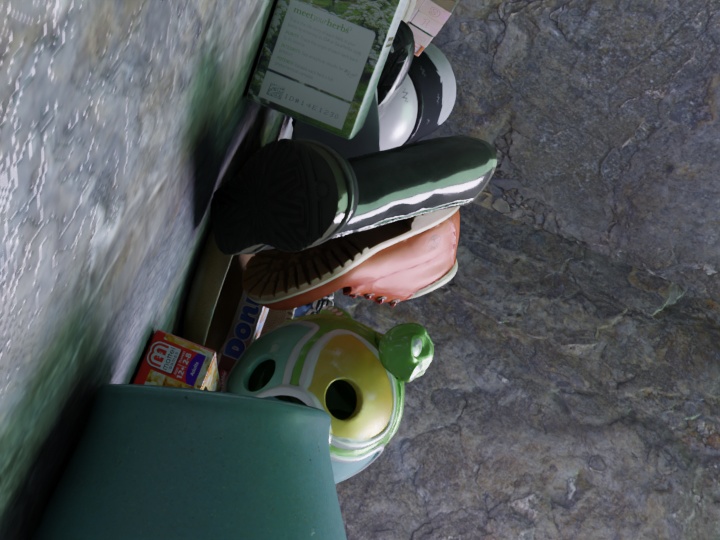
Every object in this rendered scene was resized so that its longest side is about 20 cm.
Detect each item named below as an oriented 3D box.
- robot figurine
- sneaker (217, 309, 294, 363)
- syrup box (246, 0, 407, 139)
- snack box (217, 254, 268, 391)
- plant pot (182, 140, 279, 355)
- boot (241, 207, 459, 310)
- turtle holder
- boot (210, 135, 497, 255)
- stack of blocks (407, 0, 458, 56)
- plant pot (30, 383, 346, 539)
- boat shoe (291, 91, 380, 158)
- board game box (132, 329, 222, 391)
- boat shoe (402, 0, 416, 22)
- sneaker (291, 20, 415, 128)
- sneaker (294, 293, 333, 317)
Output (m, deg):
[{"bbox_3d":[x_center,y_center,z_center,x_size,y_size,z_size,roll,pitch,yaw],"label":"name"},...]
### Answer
[{"bbox_3d":[0.034,-0.204,1.124,0.200,0.150,0.125,-34,157,-55],"label":"robot figurine"},{"bbox_3d":[-0.099,0.036,1.042,0.113,0.071,0.202,103,5,-68],"label":"sneaker"},{"bbox_3d":[-0.004,-0.199,0.657,0.081,0.078,0.202,-66,177,-76],"label":"syrup box"},{"bbox_3d":[-0.090,0.023,0.851,0.072,0.024,0.202,-75,-175,-76],"label":"snack box"},{"bbox_3d":[-0.102,-0.015,0.787,0.200,0.027,0.202,-159,-90,-89],"label":"plant pot"},{"bbox_3d":[0.000,0.000,0.807,0.075,0.198,0.108,51,-22,44],"label":"boot"},{"bbox_3d":[-0.026,0.110,0.776,0.132,0.183,0.143,-30,117,-72],"label":"turtle holder"},{"bbox_3d":[0.016,-0.057,0.659,0.181,0.198,0.073,-1,-85,59],"label":"boot"},{"bbox_3d":[0.083,-0.299,0.921,0.116,0.058,0.200,-63,-172,-14],"label":"stack of blocks"},{"bbox_3d":[-0.092,0.162,0.525,0.200,0.198,0.190,112,-16,-78],"label":"plant pot"},{"bbox_3d":[-0.023,-0.137,0.775,0.070,0.070,0.203,-138,-132,-80],"label":"boat shoe"},{"bbox_3d":[-0.156,0.156,0.683,0.152,0.046,0.202,112,-1,-73],"label":"board game box"},{"bbox_3d":[0.000,-0.231,0.872,0.200,0.071,0.068,133,-54,-68],"label":"boat shoe"},{"bbox_3d":[0.000,-0.170,0.867,0.079,0.074,0.200,-34,178,-28],"label":"sneaker"},{"bbox_3d":[-0.112,0.090,1.140,0.201,0.079,0.089,-52,-161,-18],"label":"sneaker"}]
